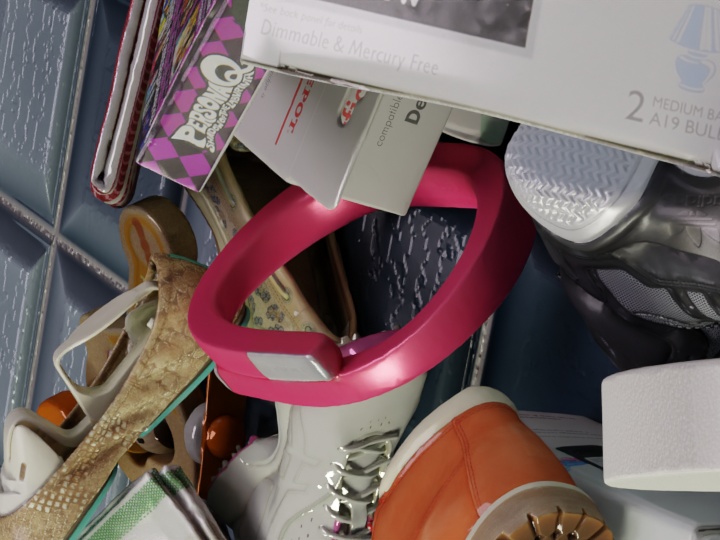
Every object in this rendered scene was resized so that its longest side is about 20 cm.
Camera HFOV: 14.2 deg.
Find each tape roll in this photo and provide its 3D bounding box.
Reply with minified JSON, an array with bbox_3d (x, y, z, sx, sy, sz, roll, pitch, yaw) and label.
[{"bbox_3d":[0.178,0.051,0.948,0.202,0.202,0.037,-11,78,59],"label":"tape roll"}]

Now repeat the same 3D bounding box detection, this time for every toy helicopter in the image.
[{"bbox_3d":[-0.104,0.049,1.539,0.132,0.079,0.201,40,141,34],"label":"toy helicopter"}]

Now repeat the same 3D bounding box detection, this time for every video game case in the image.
[{"bbox_3d":[-0.035,-0.153,1.219,0.182,0.036,0.200,-59,14,24],"label":"video game case"}]

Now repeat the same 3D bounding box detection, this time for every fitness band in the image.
[{"bbox_3d":[0.000,0.000,1.348,0.144,0.037,0.200,-49,27,-22],"label":"fitness band"}]

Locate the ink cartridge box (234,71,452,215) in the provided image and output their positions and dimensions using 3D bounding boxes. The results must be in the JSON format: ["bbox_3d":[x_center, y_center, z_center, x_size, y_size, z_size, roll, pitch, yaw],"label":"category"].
[{"bbox_3d":[-0.007,-0.103,1.314,0.200,0.067,0.118,43,113,56],"label":"ink cartridge box"}]

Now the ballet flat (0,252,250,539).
[{"bbox_3d":[-0.137,0.073,1.440,0.200,0.065,0.070,-53,18,-3],"label":"ballet flat"}]

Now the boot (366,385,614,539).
[{"bbox_3d":[0.029,0.144,1.170,0.201,0.075,0.107,-62,34,24],"label":"boot"}]

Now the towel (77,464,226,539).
[{"bbox_3d":[-0.083,0.212,1.448,0.149,0.031,0.200,-42,81,30],"label":"towel"}]

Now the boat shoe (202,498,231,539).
[{"bbox_3d":[-0.079,0.222,1.507,0.065,0.074,0.203,-63,-33,-77],"label":"boat shoe"}]

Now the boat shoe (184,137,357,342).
[{"bbox_3d":[-0.045,-0.040,1.485,0.063,0.073,0.201,-34,69,47],"label":"boat shoe"}]

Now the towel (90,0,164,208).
[{"bbox_3d":[-0.110,-0.104,1.422,0.200,0.023,0.145,173,110,-88],"label":"towel"}]

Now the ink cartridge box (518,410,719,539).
[{"bbox_3d":[0.103,0.150,1.186,0.200,0.082,0.147,21,105,59],"label":"ink cartridge box"}]

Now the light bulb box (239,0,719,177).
[{"bbox_3d":[0.090,-0.120,1.042,0.197,0.200,0.126,15,104,22],"label":"light bulb box"}]

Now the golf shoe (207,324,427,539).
[{"bbox_3d":[-0.008,0.099,1.411,0.092,0.075,0.200,68,150,23],"label":"golf shoe"}]

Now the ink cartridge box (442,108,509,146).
[{"bbox_3d":[0.043,-0.174,1.374,0.161,0.050,0.201,30,101,57],"label":"ink cartridge box"}]

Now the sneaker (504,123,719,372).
[{"bbox_3d":[0.153,0.002,1.125,0.199,0.076,0.114,21,149,30],"label":"sneaker"}]
